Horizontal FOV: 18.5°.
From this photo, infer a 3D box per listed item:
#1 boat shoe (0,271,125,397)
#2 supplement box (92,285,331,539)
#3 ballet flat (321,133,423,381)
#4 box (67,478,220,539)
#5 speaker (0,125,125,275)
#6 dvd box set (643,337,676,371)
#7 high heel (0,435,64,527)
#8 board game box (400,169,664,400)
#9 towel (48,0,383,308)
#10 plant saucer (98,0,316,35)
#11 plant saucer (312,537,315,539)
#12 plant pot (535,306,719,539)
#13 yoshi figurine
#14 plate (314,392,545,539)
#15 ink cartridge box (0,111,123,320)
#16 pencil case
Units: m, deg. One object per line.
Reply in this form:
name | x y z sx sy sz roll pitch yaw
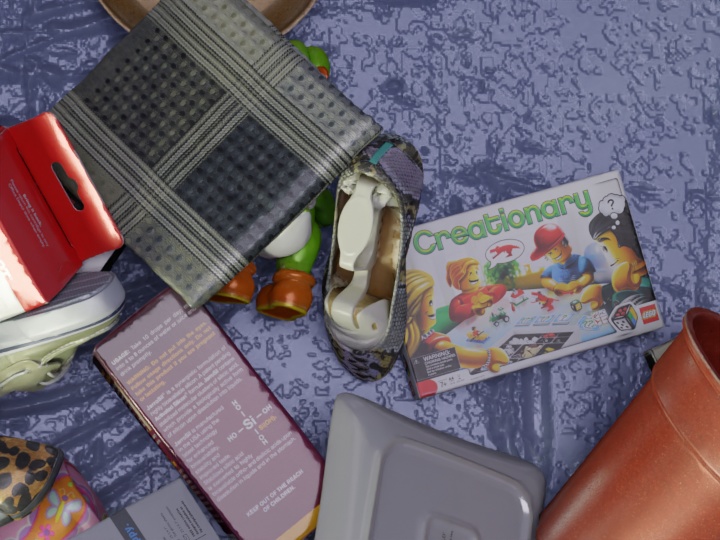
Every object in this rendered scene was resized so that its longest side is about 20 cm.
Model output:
boat shoe | -0.239 0.054 1.585 0.199 0.072 0.062 -19 107 35
supplement box | -0.103 0.113 1.605 0.085 0.110 0.200 -38 89 -9
ballet flat | 0.000 0.000 1.606 0.071 0.072 0.202 5 117 -6
box | -0.164 0.252 1.479 0.199 0.041 0.156 -27 76 -30
speaker | -0.264 -0.058 1.621 0.199 0.081 0.081 36 81 -1
dvd box set | 0.336 0.085 1.695 0.199 0.029 0.147 -26 87 -8
high heel | -0.298 0.106 1.582 0.142 0.071 0.201 -30 63 4
board game box | 0.119 0.011 1.678 0.199 0.035 0.127 -16 86 -8
towel | -0.115 -0.098 1.586 0.193 0.035 0.200 -45 70 -5
plant saucer | -0.118 -0.257 1.680 0.199 0.035 0.202 1 85 -6
plant saucer | 0.036 0.268 1.641 0.198 0.036 0.202 1 84 -7
plant pot | 0.243 0.166 1.584 0.201 0.201 0.195 42 109 -1
yoshi figurine | -0.071 -0.070 1.641 0.111 0.112 0.202 9 82 15
plate | 0.055 0.205 1.570 0.199 0.032 0.201 23 63 -31
ink cartridge box | -0.280 -0.022 1.558 0.199 0.067 0.117 -20 108 26
pencil case | -0.274 0.218 1.592 0.199 0.087 0.088 -35 88 -8
